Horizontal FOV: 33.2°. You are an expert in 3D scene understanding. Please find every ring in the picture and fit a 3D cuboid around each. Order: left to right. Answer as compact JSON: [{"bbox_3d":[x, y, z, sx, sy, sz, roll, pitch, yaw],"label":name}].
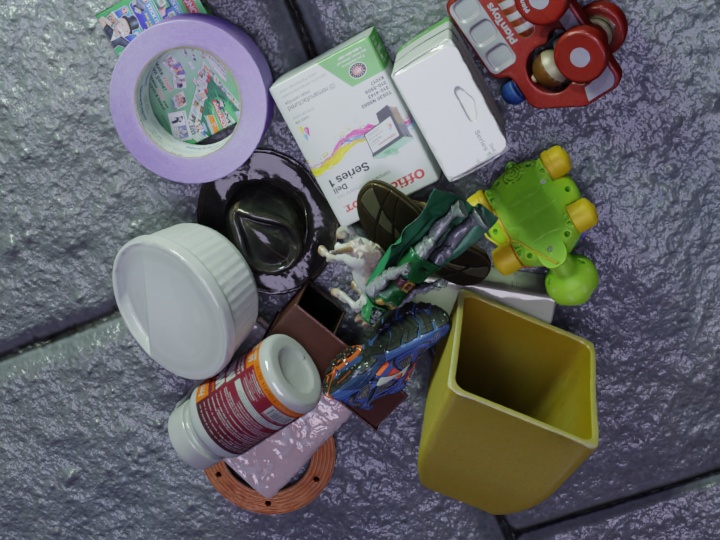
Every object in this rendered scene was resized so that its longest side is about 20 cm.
[{"bbox_3d":[-0.132,0.251,1.708,0.197,0.019,0.204,2,109,5],"label":"ring"}]

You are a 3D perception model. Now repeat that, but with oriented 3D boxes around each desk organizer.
[{"bbox_3d":[-0.026,0.113,1.616,0.199,0.072,0.077,40,121,-8],"label":"desk organizer"}]

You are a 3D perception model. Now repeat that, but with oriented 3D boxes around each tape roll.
[{"bbox_3d":[-0.208,-0.214,1.506,0.196,0.066,0.204,2,108,5],"label":"tape roll"}]

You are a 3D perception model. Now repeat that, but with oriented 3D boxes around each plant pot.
[{"bbox_3d":[0.165,0.185,1.508,0.192,0.197,0.202,22,126,-6],"label":"plant pot"}]

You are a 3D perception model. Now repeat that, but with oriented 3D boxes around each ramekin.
[{"bbox_3d":[-0.220,0.032,1.568,0.200,0.094,0.205,21,128,28],"label":"ramekin"}]

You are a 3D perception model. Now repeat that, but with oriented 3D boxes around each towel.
[{"bbox_3d":[-0.131,0.191,1.662,0.191,0.032,0.200,41,108,-9],"label":"towel"}]

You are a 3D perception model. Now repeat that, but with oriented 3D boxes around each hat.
[{"bbox_3d":[-0.129,-0.051,1.574,0.197,0.081,0.204,2,109,6],"label":"hat"}]

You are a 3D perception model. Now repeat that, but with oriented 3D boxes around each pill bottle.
[{"bbox_3d":[-0.154,0.176,1.577,0.199,0.110,0.110,-34,103,27],"label":"pill bottle"}]

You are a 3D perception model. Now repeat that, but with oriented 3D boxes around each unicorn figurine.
[{"bbox_3d":[0.000,0.000,1.538,0.074,0.137,0.201,-48,125,-14],"label":"unicorn figurine"}]

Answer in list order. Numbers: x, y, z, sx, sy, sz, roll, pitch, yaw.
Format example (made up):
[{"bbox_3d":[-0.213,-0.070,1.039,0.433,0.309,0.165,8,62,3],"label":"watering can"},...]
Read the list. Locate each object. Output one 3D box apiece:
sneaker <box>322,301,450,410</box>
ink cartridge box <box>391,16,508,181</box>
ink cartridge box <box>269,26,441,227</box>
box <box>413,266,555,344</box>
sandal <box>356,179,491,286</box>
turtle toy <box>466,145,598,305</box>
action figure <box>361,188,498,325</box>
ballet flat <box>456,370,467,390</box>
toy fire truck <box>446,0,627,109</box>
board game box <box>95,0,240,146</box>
[{"bbox_3d":[0.041,0.110,1.530,0.078,0.076,0.199,35,125,-29],"label":"sneaker"},{"bbox_3d":[0.107,-0.207,1.436,0.083,0.200,0.147,-28,103,13],"label":"ink cartridge box"},{"bbox_3d":[-0.003,-0.178,1.518,0.143,0.084,0.202,-25,105,13],"label":"ink cartridge box"},{"bbox_3d":[0.152,0.036,1.578,0.196,0.082,0.069,9,111,4],"label":"box"},{"bbox_3d":[0.080,-0.052,1.503,0.198,0.055,0.082,28,132,-16],"label":"sandal"},{"bbox_3d":[0.231,-0.049,1.517,0.144,0.101,0.202,-29,73,15],"label":"turtle toy"},{"bbox_3d":[0.068,-0.005,1.455,0.117,0.055,0.200,22,123,-38],"label":"action figure"},{"bbox_3d":[0.144,0.159,1.632,0.070,0.071,0.202,-22,104,12],"label":"ballet flat"},{"bbox_3d":[0.217,-0.284,1.462,0.167,0.112,0.201,-28,105,38],"label":"toy fire truck"},{"bbox_3d":[-0.231,-0.265,1.540,0.133,0.029,0.202,-24,105,12],"label":"board game box"}]
